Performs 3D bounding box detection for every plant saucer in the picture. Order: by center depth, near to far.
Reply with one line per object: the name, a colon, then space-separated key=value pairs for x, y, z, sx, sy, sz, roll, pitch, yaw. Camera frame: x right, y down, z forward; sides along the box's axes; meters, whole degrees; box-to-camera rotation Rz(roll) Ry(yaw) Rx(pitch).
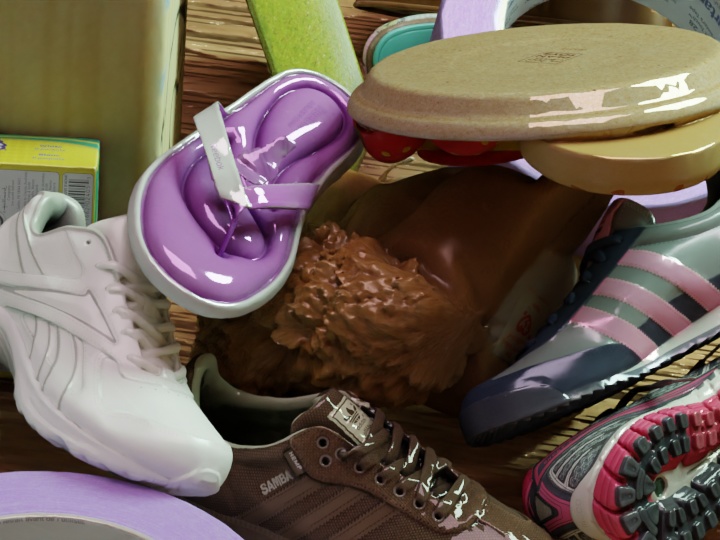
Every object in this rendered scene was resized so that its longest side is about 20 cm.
plant saucer: x=-0.043 y=-0.162 z=1.626 sx=0.048 sy=0.200 sz=0.200 roll=-19 pitch=34 yaw=-1

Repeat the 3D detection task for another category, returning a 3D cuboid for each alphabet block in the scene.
alphabet block: x=-0.192 y=-0.108 z=1.518 sx=0.196 sy=0.200 sz=0.195 roll=6 pitch=32 yaw=0

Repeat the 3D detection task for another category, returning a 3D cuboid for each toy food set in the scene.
toy food set: x=0.094 y=-0.080 z=1.397 sx=0.200 sy=0.049 sz=0.198 roll=1 pitch=16 yaw=22

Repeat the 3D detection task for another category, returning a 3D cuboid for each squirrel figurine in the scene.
squirrel figurine: x=0.000 y=0.000 z=1.440 sx=0.187 sy=0.142 sz=0.200 roll=24 pitch=33 yaw=38

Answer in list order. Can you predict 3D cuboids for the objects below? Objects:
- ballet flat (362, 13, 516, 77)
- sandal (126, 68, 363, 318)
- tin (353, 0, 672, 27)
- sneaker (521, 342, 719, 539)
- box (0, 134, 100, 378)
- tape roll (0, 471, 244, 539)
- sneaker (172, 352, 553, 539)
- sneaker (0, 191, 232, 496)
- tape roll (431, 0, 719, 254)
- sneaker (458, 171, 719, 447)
ballet flat: x=0.096 y=-0.114 z=1.714 sx=0.200 sy=0.069 sz=0.071 roll=5 pitch=13 yaw=-9
sandal: x=-0.050 y=-0.050 z=1.363 sx=0.082 sy=0.050 sz=0.203 roll=29 pitch=36 yaw=1
tin: x=0.092 y=-0.162 z=1.747 sx=0.200 sy=0.042 sz=0.112 roll=8 pitch=-2 yaw=26
sneaker: x=0.158 y=0.077 z=1.396 sx=0.075 sy=0.081 sz=0.200 roll=-4 pitch=10 yaw=44
box: x=-0.229 y=-0.009 z=1.429 sx=0.200 sy=0.118 sz=0.048 roll=3 pitch=21 yaw=-5
tape roll: x=-0.132 y=0.166 z=1.210 sx=0.200 sy=0.066 sz=0.200 roll=4 pitch=31 yaw=-2
sneaker: x=-0.003 y=0.097 z=1.332 sx=0.200 sy=0.076 sz=0.070 roll=15 pitch=32 yaw=15
sneaker: x=-0.117 y=0.026 z=1.331 sx=0.200 sy=0.099 sz=0.078 roll=40 pitch=10 yaw=38
tape roll: x=0.138 y=-0.110 z=1.602 sx=0.200 sy=0.066 sz=0.200 roll=2 pitch=65 yaw=-5
sneaker: x=0.119 y=0.014 z=1.396 sx=0.200 sy=0.070 sz=0.082 roll=-27 pitch=85 yaw=-23
